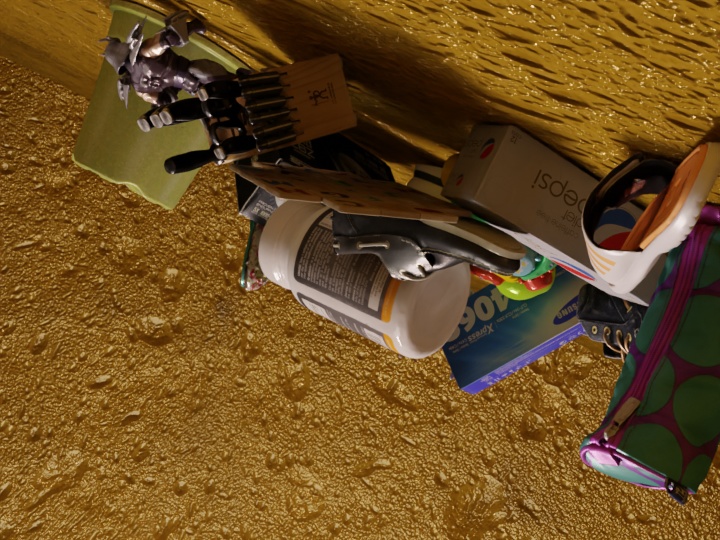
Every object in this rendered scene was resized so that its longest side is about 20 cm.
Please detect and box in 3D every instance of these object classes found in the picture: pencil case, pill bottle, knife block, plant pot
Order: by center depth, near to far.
[{"bbox_3d":[0.235,0.061,0.635,0.092,0.201,0.085,31,170,-35],"label":"pencil case"},{"bbox_3d":[-0.100,-0.130,0.749,0.174,0.065,0.200,-16,-170,-11],"label":"knife block"},{"bbox_3d":[0.000,0.000,0.869,0.199,0.117,0.116,24,178,34],"label":"pill bottle"},{"bbox_3d":[-0.240,-0.181,1.025,0.199,0.185,0.200,27,179,0],"label":"plant pot"}]

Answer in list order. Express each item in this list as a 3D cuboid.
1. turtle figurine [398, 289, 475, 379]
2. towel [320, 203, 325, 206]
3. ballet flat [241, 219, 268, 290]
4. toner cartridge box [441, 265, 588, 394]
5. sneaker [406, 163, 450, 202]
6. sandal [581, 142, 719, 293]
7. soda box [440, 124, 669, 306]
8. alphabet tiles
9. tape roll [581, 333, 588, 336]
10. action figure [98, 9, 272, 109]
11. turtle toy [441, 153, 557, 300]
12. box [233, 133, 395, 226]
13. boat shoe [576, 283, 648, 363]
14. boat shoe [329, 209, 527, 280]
[{"bbox_3d":[0.107,0.017,1.155,0.201,0.193,0.144,52,164,5],"label":"turtle figurine"},{"bbox_3d":[0.028,-0.019,0.994,0.198,0.148,0.022,5,-142,-3],"label":"towel"},{"bbox_3d":[-0.105,-0.048,1.046,0.063,0.076,0.201,5,-143,-6],"label":"ballet flat"},{"bbox_3d":[0.185,0.051,0.993,0.043,0.199,0.096,27,-146,-57],"label":"toner cartridge box"},{"bbox_3d":[0.134,-0.051,1.029,0.199,0.081,0.076,25,177,-14],"label":"sneaker"},{"bbox_3d":[0.180,-0.044,0.570,0.059,0.080,0.207,27,170,11],"label":"sandal"},{"bbox_3d":[0.169,-0.045,0.729,0.199,0.069,0.064,28,179,-22],"label":"soda box"},{"bbox_3d":[-0.011,-0.067,0.716,0.165,0.006,0.200,4,-166,-26],"label":"alphabet tiles"},{"bbox_3d":[0.283,0.040,1.096,0.198,0.067,0.200,16,-174,-2],"label":"tape roll"},{"bbox_3d":[-0.166,-0.196,0.885,0.198,0.070,0.130,16,158,-15],"label":"action figure"},{"bbox_3d":[0.154,-0.031,0.881,0.145,0.102,0.200,26,179,31],"label":"turtle toy"},{"bbox_3d":[-0.048,-0.100,1.053,0.199,0.086,0.164,28,-152,-29],"label":"box"},{"bbox_3d":[0.249,0.061,0.775,0.071,0.091,0.201,46,-153,-20],"label":"boat shoe"},{"bbox_3d":[0.052,-0.022,0.735,0.199,0.068,0.071,18,-169,41],"label":"boat shoe"}]
